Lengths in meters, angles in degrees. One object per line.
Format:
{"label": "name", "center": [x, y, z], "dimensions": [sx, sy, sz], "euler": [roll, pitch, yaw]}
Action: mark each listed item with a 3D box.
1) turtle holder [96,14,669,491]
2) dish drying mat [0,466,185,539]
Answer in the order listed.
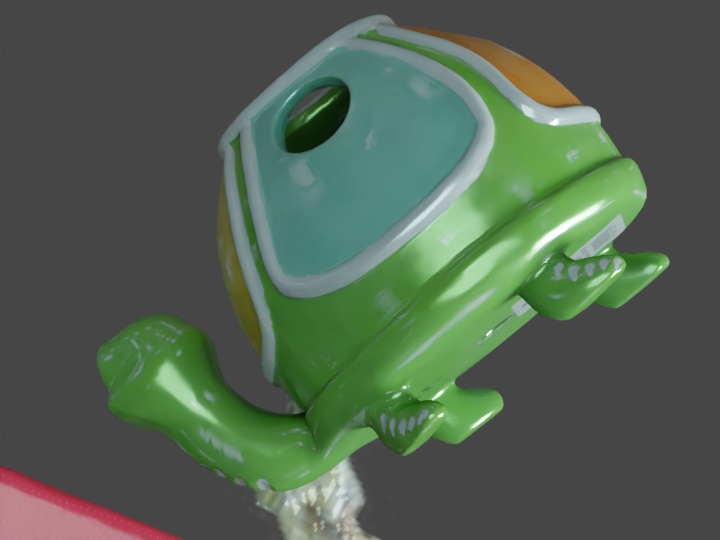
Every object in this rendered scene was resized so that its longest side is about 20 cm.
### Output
{"label": "turtle holder", "center": [0.007, -0.005, 0.977], "dimensions": [0.132, 0.141, 0.186], "euler": [51, 122, 8]}
{"label": "dish drying mat", "center": [-0.060, 0.143, 1.012], "dimensions": [0.200, 0.018, 0.077], "euler": [23, 87, -8]}
